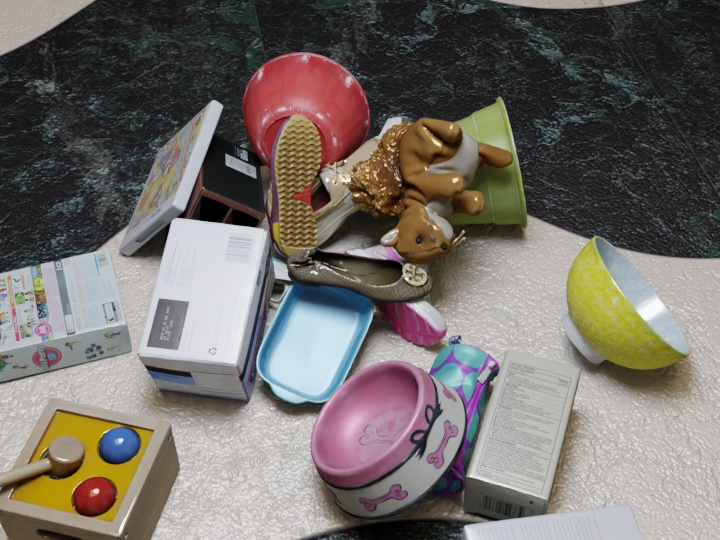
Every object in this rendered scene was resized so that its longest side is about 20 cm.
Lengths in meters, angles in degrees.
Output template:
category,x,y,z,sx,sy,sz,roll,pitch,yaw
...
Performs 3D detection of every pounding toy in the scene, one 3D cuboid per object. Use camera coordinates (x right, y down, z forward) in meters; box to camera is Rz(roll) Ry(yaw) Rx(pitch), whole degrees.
category,x,y,z,sx,sy,sz,roll,pitch,yaw
pounding toy,-0.344,0.248,1.207,0.200,0.142,0.184,11,48,9

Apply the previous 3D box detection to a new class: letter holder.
category,x,y,z,sx,sy,sz,roll,pitch,yaw
letter holder,-0.221,-0.092,1.537,0.100,0.142,0.200,23,25,-21

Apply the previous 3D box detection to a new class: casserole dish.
category,x,y,z,sx,sy,sz,roll,pitch,yaw
casserole dish,-0.062,0.092,1.389,0.121,0.039,0.200,24,66,2

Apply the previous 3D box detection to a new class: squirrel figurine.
category,x,y,z,sx,sy,sz,roll,pitch,yaw
squirrel figurine,0.079,-0.106,1.423,0.200,0.141,0.187,18,90,38

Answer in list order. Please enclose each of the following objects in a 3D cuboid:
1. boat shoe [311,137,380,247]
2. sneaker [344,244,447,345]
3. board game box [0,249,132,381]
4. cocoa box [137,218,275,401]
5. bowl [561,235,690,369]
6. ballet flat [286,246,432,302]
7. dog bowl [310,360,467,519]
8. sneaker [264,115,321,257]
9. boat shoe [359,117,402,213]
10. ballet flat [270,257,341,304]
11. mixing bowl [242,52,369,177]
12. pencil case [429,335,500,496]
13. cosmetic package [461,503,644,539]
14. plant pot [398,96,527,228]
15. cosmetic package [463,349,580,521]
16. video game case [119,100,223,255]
category,x,y,z,sx,sy,sz,roll,pitch,yaw
boat shoe,-0.035,-0.121,1.520,0.200,0.069,0.074,-49,40,12
sneaker,0.064,0.022,1.456,0.088,0.081,0.200,-29,55,-22
board game box,-0.431,0.062,1.429,0.200,0.064,0.148,-12,48,-13
cocoa box,-0.197,0.054,1.365,0.133,0.131,0.200,6,63,6
bowl,0.336,0.063,1.387,0.108,0.200,0.200,-40,46,21
ballet flat,0.000,0.000,1.386,0.200,0.046,0.067,9,40,-1
dog bowl,0.025,0.193,1.237,0.200,0.074,0.200,-29,33,21
sneaker,-0.105,-0.119,1.467,0.075,0.200,0.090,1,6,-26
boat shoe,0.018,-0.177,1.642,0.069,0.071,0.200,14,50,10
ballet flat,-0.093,0.022,1.475,0.200,0.070,0.070,13,49,17
mixing bowl,-0.090,-0.212,1.551,0.200,0.200,0.108,5,34,5
pencil case,0.115,0.184,1.303,0.085,0.092,0.200,42,48,-23
cosmetic package,0.222,0.338,1.177,0.200,0.071,0.102,-6,48,-5
plant pot,0.138,-0.141,1.553,0.190,0.200,0.200,-13,48,5
cosmetic package,0.202,0.210,1.282,0.103,0.087,0.200,15,50,14
video game case,-0.282,-0.137,1.531,0.023,0.182,0.200,31,53,-24
